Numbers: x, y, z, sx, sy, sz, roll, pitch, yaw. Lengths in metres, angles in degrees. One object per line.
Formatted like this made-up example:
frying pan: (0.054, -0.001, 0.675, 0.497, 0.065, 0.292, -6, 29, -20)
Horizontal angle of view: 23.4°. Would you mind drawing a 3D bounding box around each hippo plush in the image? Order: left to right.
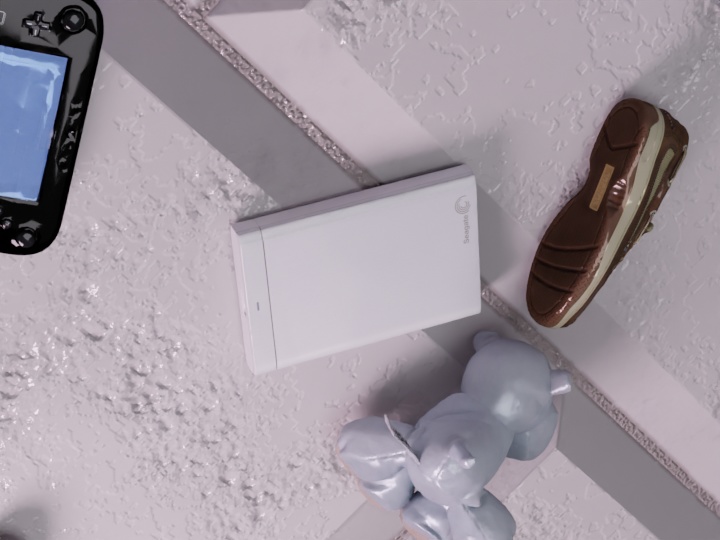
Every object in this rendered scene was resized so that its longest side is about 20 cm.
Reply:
hippo plush: (0.082, 0.124, 1.450, 0.161, 0.159, 0.201, -53, 148, -26)

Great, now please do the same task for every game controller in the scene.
game controller: (-0.245, -0.105, 1.206, 0.104, 0.042, 0.201, 5, 115, -26)

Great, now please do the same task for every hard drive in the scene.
hard drive: (0.000, 0.000, 1.386, 0.199, 0.027, 0.133, -15, 123, -16)

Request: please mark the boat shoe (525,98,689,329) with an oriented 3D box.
boat shoe: (0.211, -0.038, 1.431, 0.074, 0.075, 0.203, 14, 111, -36)
